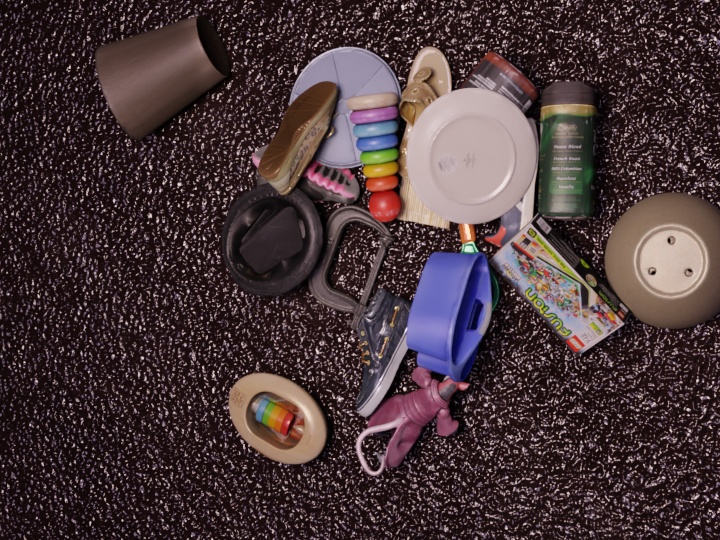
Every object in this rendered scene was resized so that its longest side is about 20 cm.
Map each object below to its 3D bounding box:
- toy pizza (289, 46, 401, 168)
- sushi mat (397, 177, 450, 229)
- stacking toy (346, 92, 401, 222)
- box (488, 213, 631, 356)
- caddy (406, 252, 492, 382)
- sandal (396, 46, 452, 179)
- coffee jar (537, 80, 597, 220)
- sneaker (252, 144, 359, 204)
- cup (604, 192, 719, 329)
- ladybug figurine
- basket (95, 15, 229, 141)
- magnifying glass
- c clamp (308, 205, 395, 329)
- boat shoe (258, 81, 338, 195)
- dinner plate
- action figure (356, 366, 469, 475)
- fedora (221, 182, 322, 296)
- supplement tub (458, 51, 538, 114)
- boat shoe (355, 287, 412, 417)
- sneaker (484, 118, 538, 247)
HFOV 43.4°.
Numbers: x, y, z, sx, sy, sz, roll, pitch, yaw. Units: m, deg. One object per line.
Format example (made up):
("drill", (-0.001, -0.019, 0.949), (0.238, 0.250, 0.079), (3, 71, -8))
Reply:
("toy pizza", (-0.024, -0.271, 1.517), (0.195, 0.032, 0.206), (-1, 86, 14))
("sushi mat", (0.116, -0.176, 1.481), (0.094, 0.012, 0.205), (10, 95, 21))
("stacking toy", (0.028, -0.178, 1.449), (0.083, 0.085, 0.205), (-3, 100, 20))
("box", (0.297, 0.023, 1.358), (0.200, 0.035, 0.110), (47, 136, 3))
("caddy", (0.147, 0.067, 1.371), (0.103, 0.142, 0.203), (9, 64, 24))
("sandal", (0.094, -0.254, 1.443), (0.076, 0.069, 0.217), (12, 95, 20))
("coffee jar", (0.311, -0.178, 1.359), (0.083, 0.104, 0.205), (1, 92, 17))
("sneaker", (-0.094, -0.142, 1.540), (0.196, 0.079, 0.097), (20, 125, 15))
("cup", (0.443, -0.014, 1.291), (0.196, 0.143, 0.206), (0, 91, 21))
("ladybug figurine", (-0.138, 0.249, 1.552), (0.197, 0.072, 0.138), (29, 101, 17))
("basket", (-0.341, -0.354, 1.592), (0.197, 0.136, 0.184), (-22, 87, 16))
("magnifying glass", (0.178, -0.024, 1.458), (0.078, 0.022, 0.205), (-9, 90, 21))
("c clamp", (0.000, 0.000, 1.518), (0.167, 0.027, 0.205), (17, 100, 10))
("boat shoe", (-0.094, -0.220, 1.478), (0.072, 0.063, 0.202), (20, 71, 41))
("dinner plate", (0.165, -0.167, 1.348), (0.195, 0.024, 0.205), (1, 105, 4))
("action figure", (0.085, 0.214, 1.436), (0.200, 0.148, 0.135), (-42, 71, 30))
("fedora", (-0.137, -0.053, 1.536), (0.196, 0.091, 0.206), (1, 93, 24))
("supplement tub", (0.177, -0.228, 1.401), (0.107, 0.107, 0.201), (42, 100, 15))
("boat shoe", (0.022, 0.131, 1.478), (0.090, 0.071, 0.203), (27, 91, -7))
("sneaker", (0.230, -0.135, 1.402), (0.082, 0.075, 0.205), (5, 93, 10))
